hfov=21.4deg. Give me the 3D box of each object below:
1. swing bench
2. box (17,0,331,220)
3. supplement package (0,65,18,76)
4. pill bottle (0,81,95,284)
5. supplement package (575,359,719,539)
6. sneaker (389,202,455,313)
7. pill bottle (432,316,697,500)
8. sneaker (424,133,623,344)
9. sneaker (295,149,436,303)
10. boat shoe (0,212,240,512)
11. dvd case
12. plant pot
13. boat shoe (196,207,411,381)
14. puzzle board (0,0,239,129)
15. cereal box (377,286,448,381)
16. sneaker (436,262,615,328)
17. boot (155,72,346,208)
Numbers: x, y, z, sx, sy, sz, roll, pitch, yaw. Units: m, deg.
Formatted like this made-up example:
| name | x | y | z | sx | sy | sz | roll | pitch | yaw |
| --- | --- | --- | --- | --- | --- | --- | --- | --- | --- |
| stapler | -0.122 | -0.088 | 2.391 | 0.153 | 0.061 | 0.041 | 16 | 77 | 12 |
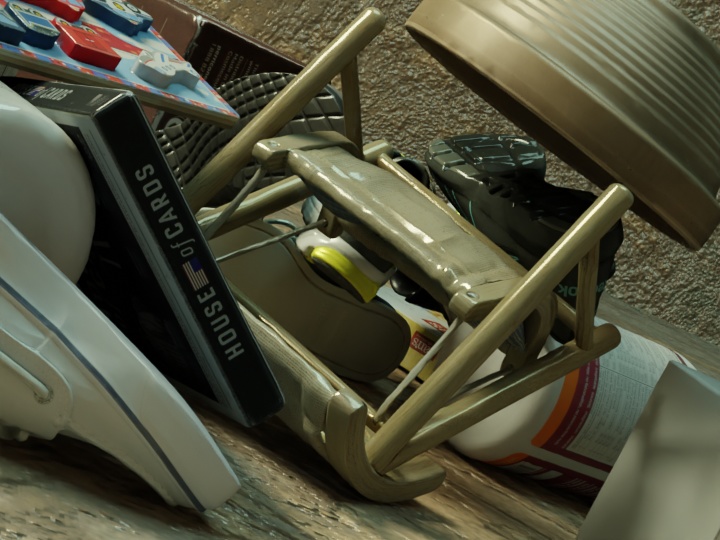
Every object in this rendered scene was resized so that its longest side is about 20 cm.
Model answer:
| name | x | y | z | sx | sy | sz | roll | pitch | yaw |
| --- | --- | --- | --- | --- | --- | --- | --- | --- | --- |
| swing bench | 0.000 | 0.000 | 0.985 | 0.199 | 0.200 | 0.130 | 41 | -25 | 30 |
| box | -0.165 | -0.118 | 1.343 | 0.200 | 0.166 | 0.164 | 30 | 7 | 32 |
| supplement package | -0.295 | -0.138 | 1.038 | 0.152 | 0.151 | 0.200 | 29 | 7 | 13 |
| pill bottle | -0.207 | -0.048 | 0.837 | 0.114 | 0.114 | 0.200 | 22 | 8 | -38 |
| supplement package | 0.243 | 0.151 | 1.026 | 0.200 | 0.120 | 0.121 | 24 | 8 | -22 |
| sneaker | 0.062 | -0.003 | 1.347 | 0.083 | 0.072 | 0.200 | -8 | -22 | 6 |
| pill bottle | 0.150 | 0.089 | 1.202 | 0.200 | 0.110 | 0.110 | 22 | 8 | -36 |
| sneaker | 0.089 | -0.025 | 1.130 | 0.075 | 0.079 | 0.200 | -7 | 25 | -16 |
| sneaker | 0.014 | -0.036 | 1.195 | 0.074 | 0.085 | 0.200 | 42 | 10 | -8 |
| boat shoe | -0.132 | 0.030 | 0.731 | 0.200 | 0.065 | 0.074 | 46 | -5 | -11 |
| dvd case | -0.109 | -0.015 | 0.859 | 0.200 | 0.025 | 0.150 | 16 | -46 | 64 |
| plant pot | 0.129 | -0.106 | 1.023 | 0.201 | 0.093 | 0.201 | 38 | 4 | -3 |
| boat shoe | -0.052 | 0.008 | 1.197 | 0.200 | 0.075 | 0.062 | 24 | 8 | -38 |
| puzzle board | -0.162 | -0.135 | 0.923 | 0.151 | 0.017 | 0.200 | 47 | 19 | 32 |
| cereal box | 0.077 | 0.061 | 1.453 | 0.144 | 0.040 | 0.200 | 32 | 8 | 41 |
| sneaker | 0.118 | 0.030 | 1.253 | 0.200 | 0.115 | 0.075 | 64 | 9 | -49 |
| boot | -0.052 | -0.080 | 1.197 | 0.200 | 0.070 | 0.132 | -10 | -2 | 40 |
